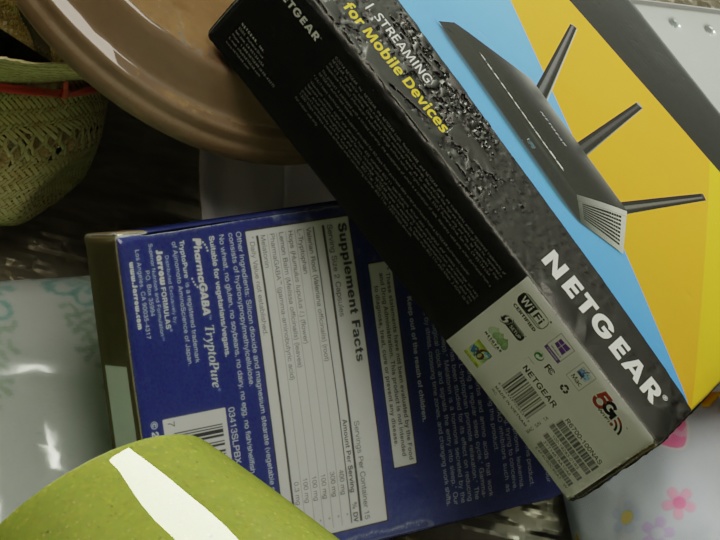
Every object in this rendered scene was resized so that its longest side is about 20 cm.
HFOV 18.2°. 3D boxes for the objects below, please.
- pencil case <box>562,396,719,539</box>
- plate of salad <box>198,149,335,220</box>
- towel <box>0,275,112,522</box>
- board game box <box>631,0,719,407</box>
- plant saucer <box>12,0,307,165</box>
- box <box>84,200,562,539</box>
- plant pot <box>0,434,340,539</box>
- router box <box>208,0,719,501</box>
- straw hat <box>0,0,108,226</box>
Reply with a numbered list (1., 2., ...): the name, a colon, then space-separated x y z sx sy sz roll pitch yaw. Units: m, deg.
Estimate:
1. pencil case: 0.130 0.118 0.863 0.090 0.083 0.202 -9 62 -4
2. plate of salad: 0.000 0.000 0.883 0.199 0.048 0.202 29 51 -42
3. towel: -0.120 0.092 0.784 0.170 0.048 0.201 -1 60 -27
4. board game box: 0.158 -0.028 0.920 0.199 0.026 0.201 2 51 -34
5. plant saucer: -0.052 -0.131 0.806 0.199 0.029 0.202 23 49 -29
6. box: 0.003 0.034 0.800 0.199 0.032 0.122 -9 94 -31
7. plant pot: -0.032 0.155 0.660 0.186 0.188 0.201 -19 61 -34
8. router box: 0.060 -0.042 0.782 0.200 0.051 0.149 52 42 1
9. straw hat: -0.141 -0.064 0.845 0.199 0.086 0.201 7 18 -2
